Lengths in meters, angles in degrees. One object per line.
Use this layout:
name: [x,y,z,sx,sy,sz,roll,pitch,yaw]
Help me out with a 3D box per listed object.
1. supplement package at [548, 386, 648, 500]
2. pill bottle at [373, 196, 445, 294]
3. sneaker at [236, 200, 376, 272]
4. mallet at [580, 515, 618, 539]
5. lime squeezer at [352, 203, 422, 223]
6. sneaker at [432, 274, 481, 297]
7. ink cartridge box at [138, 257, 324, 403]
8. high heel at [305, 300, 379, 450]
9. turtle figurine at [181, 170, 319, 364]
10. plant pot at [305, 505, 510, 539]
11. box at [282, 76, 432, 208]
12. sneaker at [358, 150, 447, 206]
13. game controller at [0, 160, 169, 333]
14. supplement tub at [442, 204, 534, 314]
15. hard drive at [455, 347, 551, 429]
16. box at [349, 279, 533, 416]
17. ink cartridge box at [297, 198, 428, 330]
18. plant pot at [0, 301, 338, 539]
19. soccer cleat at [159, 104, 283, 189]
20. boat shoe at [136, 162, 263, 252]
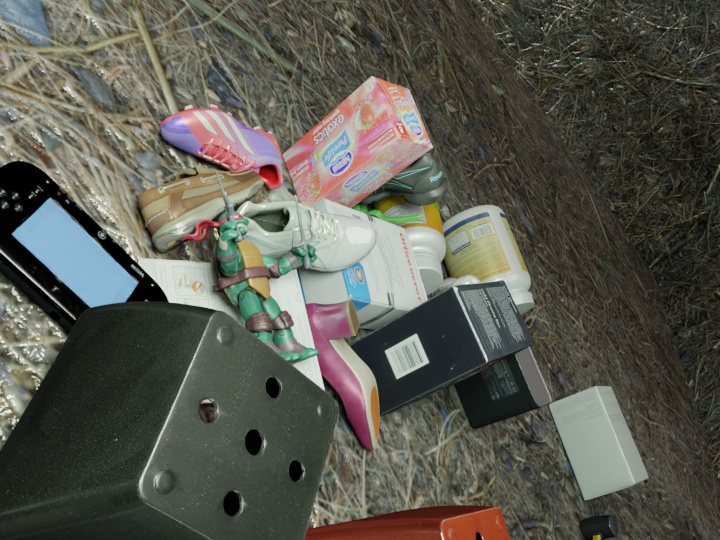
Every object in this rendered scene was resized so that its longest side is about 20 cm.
supplement package: [0.500,0.359,1.417,0.116,0.116,0.204,15,53,-53]
pill bottle: [0.083,-0.063,1.123,0.110,0.110,0.204,31,41,-41]
sneaker: [-0.067,-0.044,0.818,0.196,0.080,0.072,-1,65,-22]
mallet: [0.428,0.519,1.220,0.042,0.065,0.200,57,30,-7]
lime squeezer: [0.028,-0.094,1.084,0.200,0.070,0.038,44,-23,56]
sneaker: [0.145,0.046,1.090,0.073,0.201,0.102,-4,64,-9]
ink cartridge box: [-0.144,0.072,0.737,0.196,0.050,0.164,2,62,-36]
high heel: [-0.035,0.137,0.851,0.068,0.094,0.204,-63,141,-66]
turtle figurine: [-0.106,0.002,0.707,0.149,0.099,0.204,-9,78,-57]
plant pot: [0.065,0.340,0.685,0.198,0.174,0.204,15,53,-51]
box: [-0.007,-0.173,0.980,0.094,0.198,0.105,-2,66,-52]
sneaker: [0.043,-0.153,1.054,0.076,0.196,0.080,-53,135,-40]
game controller: [-0.256,-0.005,0.604,0.201,0.042,0.105,50,37,-21]
supplement tub: [0.240,-0.006,1.291,0.143,0.143,0.204,9,57,-54]
hard drive: [0.205,0.163,1.056,0.032,0.200,0.142,-15,75,-25]
box: [0.109,0.106,0.930,0.181,0.198,0.106,-5,67,-57]
ink cartridge box: [0.000,0.000,0.965,0.198,0.085,0.149,16,52,-53]
plant pot: [-0.131,0.140,0.508,0.199,0.175,0.203,43,45,-29]
soccer cleat: [-0.167,-0.153,0.857,0.199,0.066,0.078,3,64,-60]
boat shoe: [-0.179,-0.091,0.774,0.072,0.075,0.200,55,28,-6]
